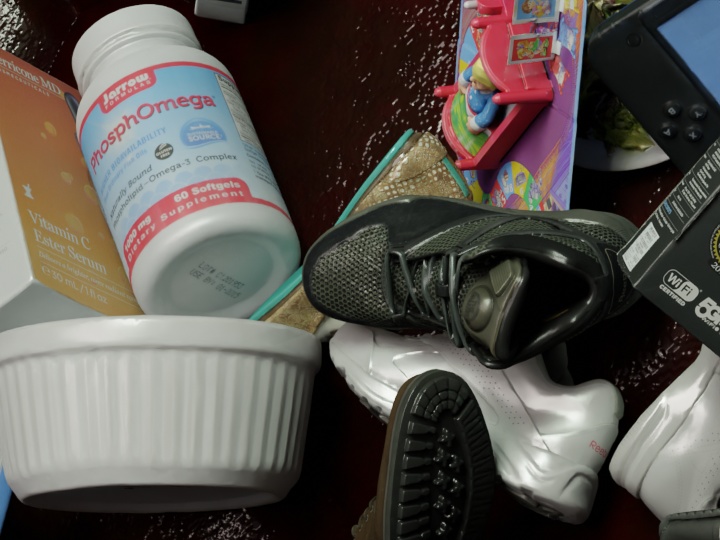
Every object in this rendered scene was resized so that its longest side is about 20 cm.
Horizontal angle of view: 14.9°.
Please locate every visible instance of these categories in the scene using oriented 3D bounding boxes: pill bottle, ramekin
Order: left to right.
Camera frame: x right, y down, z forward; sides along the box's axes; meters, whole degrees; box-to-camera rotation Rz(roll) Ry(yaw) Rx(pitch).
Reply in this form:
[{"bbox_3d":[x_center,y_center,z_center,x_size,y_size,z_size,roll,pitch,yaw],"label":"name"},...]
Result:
[{"bbox_3d":[-0.122,0.088,1.616,0.201,0.202,0.095,-8,77,36],"label":"ramekin"},{"bbox_3d":[-0.115,-0.068,1.726,0.109,0.109,0.201,-38,52,20],"label":"pill bottle"}]

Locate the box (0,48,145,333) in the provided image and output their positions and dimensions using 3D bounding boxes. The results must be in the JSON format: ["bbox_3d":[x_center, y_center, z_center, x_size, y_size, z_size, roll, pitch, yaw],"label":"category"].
[{"bbox_3d":[-0.214,-0.022,1.756,0.106,0.152,0.201,-34,54,23],"label":"box"}]

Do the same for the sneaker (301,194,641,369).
[{"bbox_3d":[0.048,0.005,1.498,0.198,0.114,0.077,3,103,22],"label":"sneaker"}]

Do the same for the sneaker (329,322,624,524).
[{"bbox_3d":[0.071,0.064,1.556,0.199,0.078,0.100,28,82,34],"label":"sneaker"}]

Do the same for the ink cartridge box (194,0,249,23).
[{"bbox_3d":[-0.077,-0.238,1.727,0.039,0.200,0.100,9,73,-2],"label":"ink cartridge box"}]

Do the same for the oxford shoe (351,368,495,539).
[{"bbox_3d":[0.024,0.140,1.503,0.084,0.072,0.201,32,126,47],"label":"oxford shoe"}]

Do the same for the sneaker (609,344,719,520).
[{"bbox_3d":[0.218,0.058,1.434,0.088,0.075,0.201,41,117,18],"label":"sneaker"}]

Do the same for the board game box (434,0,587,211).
[{"bbox_3d":[0.072,-0.108,1.566,0.158,0.039,0.201,-137,46,-58],"label":"board game box"}]

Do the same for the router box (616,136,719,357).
[{"bbox_3d":[0.249,0.003,1.352,0.150,0.200,0.062,-50,12,10],"label":"router box"}]

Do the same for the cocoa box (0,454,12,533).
[{"bbox_3d":[-0.305,0.154,1.718,0.200,0.131,0.134,162,124,-68],"label":"cocoa box"}]

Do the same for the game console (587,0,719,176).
[{"bbox_3d":[0.243,-0.088,1.450,0.199,0.171,0.119,-33,28,23],"label":"game console"}]

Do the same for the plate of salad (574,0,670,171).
[{"bbox_3d":[0.159,-0.155,1.585,0.199,0.048,0.201,-15,63,33],"label":"plate of salad"}]

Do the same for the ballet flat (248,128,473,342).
[{"bbox_3d":[0.000,0.000,1.627,0.065,0.071,0.200,42,132,1],"label":"ballet flat"}]

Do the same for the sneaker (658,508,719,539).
[{"bbox_3d":[0.231,0.171,1.371,0.199,0.074,0.089,10,83,35],"label":"sneaker"}]
